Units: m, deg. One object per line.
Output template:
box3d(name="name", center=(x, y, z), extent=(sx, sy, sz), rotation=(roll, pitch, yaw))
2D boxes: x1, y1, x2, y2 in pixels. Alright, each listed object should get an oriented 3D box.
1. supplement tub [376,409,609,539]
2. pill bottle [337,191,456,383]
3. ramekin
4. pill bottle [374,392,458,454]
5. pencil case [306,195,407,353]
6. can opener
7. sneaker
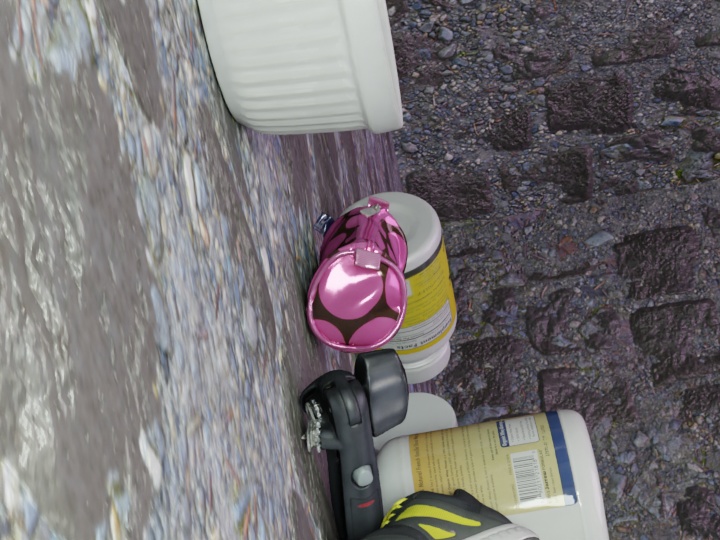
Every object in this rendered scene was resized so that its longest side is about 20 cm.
box3d(name="supplement tub", center=(0.091, 0.196, 1.115), extent=(0.144, 0.200, 0.145), rotation=(-10, 90, -86))
box3d(name="pill bottle", center=(0.040, 0.025, 1.442), extent=(0.200, 0.111, 0.111), rotation=(77, 5, -45))
box3d(name="ramekin", center=(-0.041, -0.179, 0.880), extent=(0.200, 0.105, 0.200), rotation=(-10, 90, -85))
box3d(name="pill bottle", center=(0.061, 0.213, 1.280), extent=(0.112, 0.112, 0.200), rotation=(-94, 173, -55))
box3d(name="pencil case", center=(0.000, 0.000, 1.145), extent=(0.200, 0.091, 0.094), rotation=(-90, -155, -76))
box3d(name="can opener", center=(-0.002, 0.143, 0.975), extent=(0.063, 0.079, 0.200), rotation=(-107, -168, -52))
box3d(name="sneaker", center=(0.035, 0.198, 0.962), extent=(0.085, 0.200, 0.075), rotation=(35, -70, 38))
